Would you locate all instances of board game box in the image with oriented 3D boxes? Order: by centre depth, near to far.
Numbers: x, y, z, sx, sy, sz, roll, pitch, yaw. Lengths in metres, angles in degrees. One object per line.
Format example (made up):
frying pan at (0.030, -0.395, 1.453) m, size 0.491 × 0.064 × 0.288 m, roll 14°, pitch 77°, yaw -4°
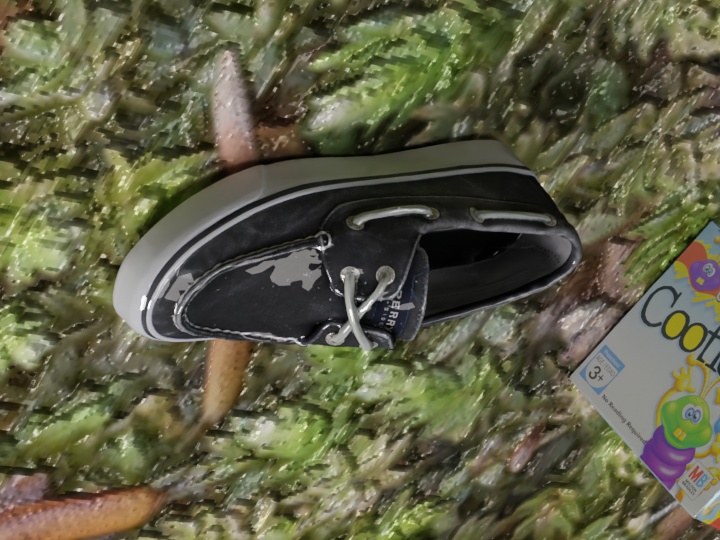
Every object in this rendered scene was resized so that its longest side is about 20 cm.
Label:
board game box at (0.209, 0.073, 1.314) m, size 0.103 × 0.105 × 0.200 m, roll -48°, pitch 143°, yaw 10°

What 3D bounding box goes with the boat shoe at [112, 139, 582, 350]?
boat shoe at (0.000, 0.000, 1.082) m, size 0.200 × 0.068 × 0.072 m, roll -11°, pitch 134°, yaw -34°
